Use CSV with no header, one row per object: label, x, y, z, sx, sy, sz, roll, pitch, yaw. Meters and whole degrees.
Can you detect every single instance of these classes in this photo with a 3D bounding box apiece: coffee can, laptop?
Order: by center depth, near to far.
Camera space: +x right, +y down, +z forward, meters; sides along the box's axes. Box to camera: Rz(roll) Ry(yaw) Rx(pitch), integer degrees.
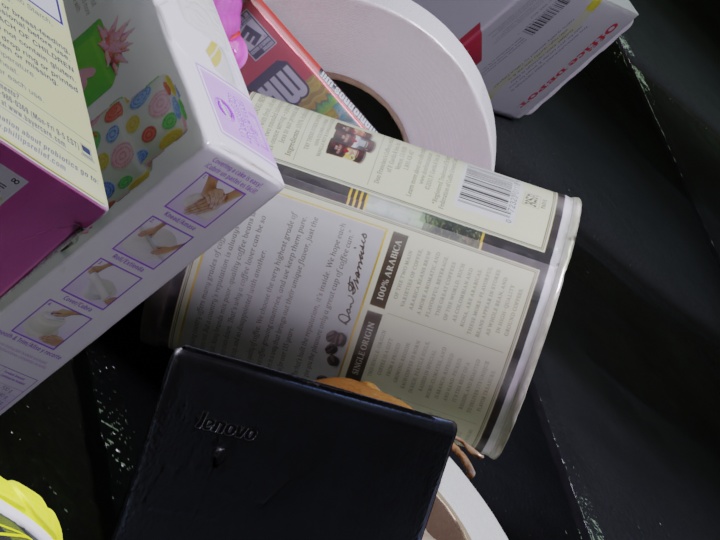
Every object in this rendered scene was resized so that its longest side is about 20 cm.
laptop,-0.082,0.127,0.918,0.187,0.199,0.116,20,54,-55
coffee can,0.000,0.000,1.306,0.199,0.147,0.146,19,23,1

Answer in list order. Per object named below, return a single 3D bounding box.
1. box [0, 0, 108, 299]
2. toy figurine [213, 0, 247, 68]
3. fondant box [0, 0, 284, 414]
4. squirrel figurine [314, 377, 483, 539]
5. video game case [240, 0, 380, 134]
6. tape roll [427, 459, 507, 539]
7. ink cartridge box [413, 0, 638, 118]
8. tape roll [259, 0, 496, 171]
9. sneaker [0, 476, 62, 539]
box,-0.212,-0.061,1.026,0.097,0.176,0.200,35,26,-39
toy figurine,-0.116,-0.156,1.287,0.183,0.201,0.150,3,4,-16
fondant box,-0.141,-0.040,1.108,0.058,0.200,0.145,28,31,-46
squirrel figurine,-0.012,0.144,1.065,0.141,0.200,0.187,-19,88,-37
video game case,-0.048,-0.041,1.393,0.200,0.143,0.017,48,24,-10
tape roll,0.021,0.150,1.350,0.203,0.037,0.203,43,23,-23
ink cartridge box,0.120,-0.210,2.043,0.084,0.145,0.200,57,20,21
tape roll,-0.022,-0.070,1.416,0.203,0.203,0.037,46,21,-14
sneaker,-0.182,0.103,0.959,0.200,0.074,0.085,32,28,-42
